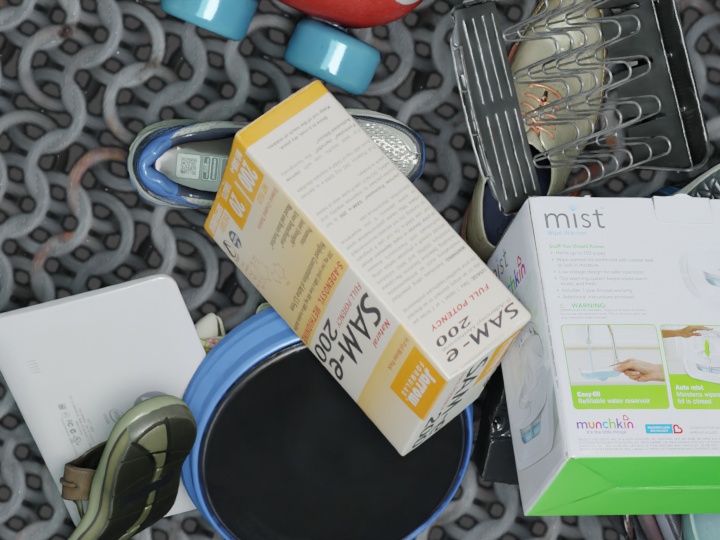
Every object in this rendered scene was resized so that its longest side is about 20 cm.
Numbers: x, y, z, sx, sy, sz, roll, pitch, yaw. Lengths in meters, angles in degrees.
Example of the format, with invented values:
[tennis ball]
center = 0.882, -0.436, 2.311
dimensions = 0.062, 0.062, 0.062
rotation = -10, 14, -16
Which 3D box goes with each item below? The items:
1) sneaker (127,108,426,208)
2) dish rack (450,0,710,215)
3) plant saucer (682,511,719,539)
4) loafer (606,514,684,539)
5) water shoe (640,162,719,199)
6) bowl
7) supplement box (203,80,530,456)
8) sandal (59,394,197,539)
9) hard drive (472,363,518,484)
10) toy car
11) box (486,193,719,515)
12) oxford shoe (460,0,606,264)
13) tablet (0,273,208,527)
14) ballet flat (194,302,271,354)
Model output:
[sneaker]
center = -0.056, -0.066, 1.749
dimensions = 0.200, 0.085, 0.077
rotation = -4, 93, 0
[dish rack]
center = 0.136, -0.119, 1.685
dimensions = 0.055, 0.200, 0.154
rotation = -12, 95, 41
[plant saucer]
center = 0.271, 0.187, 1.694
dimensions = 0.200, 0.200, 0.036
rotation = 50, 129, -2
[loafer]
center = 0.187, 0.165, 1.720
dimensions = 0.063, 0.200, 0.072
rotation = -12, 53, 19
[water shoe]
center = 0.206, -0.019, 1.758
dimensions = 0.200, 0.079, 0.072
rotation = -24, 89, 28
[bowl]
center = -0.020, 0.111, 1.737
dimensions = 0.200, 0.039, 0.201
rotation = -6, 120, -11
[supplement box]
center = 0.000, 0.000, 1.627
dimensions = 0.074, 0.126, 0.200
rotation = -36, 76, -26
[sandal]
center = -0.157, 0.130, 1.719
dimensions = 0.080, 0.201, 0.057
rotation = -24, 66, -36
[hard drive]
center = 0.183, 0.078, 1.734
dimensions = 0.200, 0.038, 0.140
rotation = 5, 117, -14
[toy car]
center = -0.031, -0.223, 1.681
dimensions = 0.177, 0.200, 0.184
rotation = 24, 94, -1
[box]
center = 0.193, 0.051, 1.617
dimensions = 0.200, 0.097, 0.177
rotation = 0, 62, -16
[oxford shoe]
center = 0.121, -0.095, 1.744
dimensions = 0.071, 0.074, 0.200
rotation = 15, 84, 1
[tablet]
center = -0.155, 0.090, 1.735
dimensions = 0.130, 0.014, 0.200
rotation = -14, 130, 6
[ballet flat]
center = -0.074, 0.056, 1.773
dimensions = 0.200, 0.076, 0.064
rotation = -11, 62, 1
